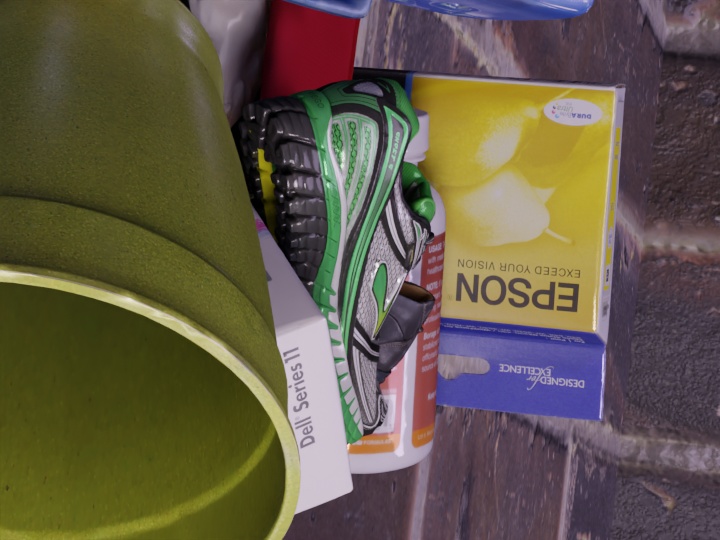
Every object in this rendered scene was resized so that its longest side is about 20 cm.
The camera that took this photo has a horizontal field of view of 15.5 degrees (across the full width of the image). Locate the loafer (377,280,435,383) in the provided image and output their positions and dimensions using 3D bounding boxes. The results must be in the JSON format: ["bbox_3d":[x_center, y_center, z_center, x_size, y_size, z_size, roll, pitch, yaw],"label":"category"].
[{"bbox_3d":[-0.034,-0.008,1.379,0.072,0.073,0.200,-45,138,1],"label":"loafer"}]

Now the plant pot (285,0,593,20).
[{"bbox_3d":[-0.016,-0.217,1.150,0.200,0.180,0.201,14,78,-37],"label":"plant pot"}]

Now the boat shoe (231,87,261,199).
[{"bbox_3d":[-0.035,-0.080,1.345,0.072,0.066,0.201,-44,-162,24],"label":"boat shoe"}]

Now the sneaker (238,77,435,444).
[{"bbox_3d":[0.000,0.000,1.222,0.078,0.085,0.200,-124,-157,-44],"label":"sneaker"}]

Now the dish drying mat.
[{"bbox_3d":[-0.020,-0.129,1.282,0.077,0.018,0.200,56,32,-44],"label":"dish drying mat"}]

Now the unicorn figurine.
[{"bbox_3d":[-0.067,-0.138,1.289,0.200,0.074,0.138,-33,123,-69],"label":"unicorn figurine"}]

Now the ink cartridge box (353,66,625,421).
[{"bbox_3d":[0.053,-0.017,1.567,0.047,0.197,0.201,-5,99,-73],"label":"ink cartridge box"}]

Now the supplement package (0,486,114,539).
[{"bbox_3d":[-0.137,0.131,1.032,0.114,0.109,0.200,80,21,-49],"label":"supplement package"}]

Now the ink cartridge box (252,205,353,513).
[{"bbox_3d":[-0.060,0.036,1.180,0.117,0.067,0.200,82,-18,-45],"label":"ink cartridge box"}]

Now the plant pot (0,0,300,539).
[{"bbox_3d":[-0.117,-0.005,0.942,0.201,0.200,0.193,80,9,-47],"label":"plant pot"}]

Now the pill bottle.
[{"bbox_3d":[-0.008,0.007,1.507,0.112,0.112,0.201,-30,124,-73],"label":"pill bottle"}]
